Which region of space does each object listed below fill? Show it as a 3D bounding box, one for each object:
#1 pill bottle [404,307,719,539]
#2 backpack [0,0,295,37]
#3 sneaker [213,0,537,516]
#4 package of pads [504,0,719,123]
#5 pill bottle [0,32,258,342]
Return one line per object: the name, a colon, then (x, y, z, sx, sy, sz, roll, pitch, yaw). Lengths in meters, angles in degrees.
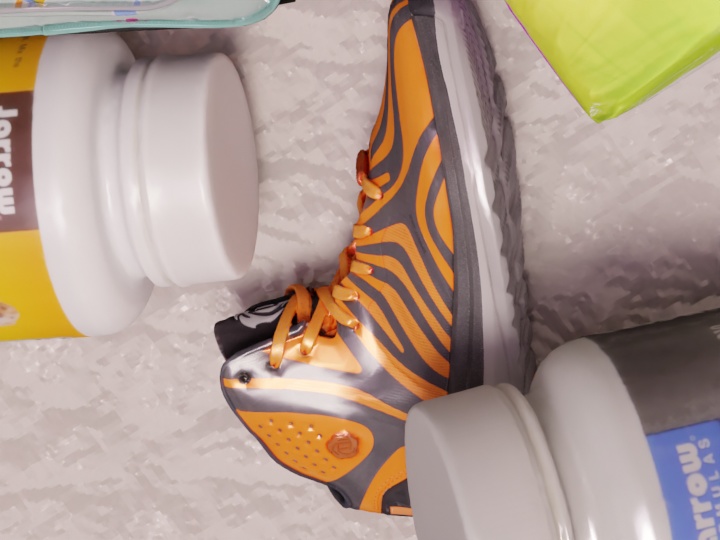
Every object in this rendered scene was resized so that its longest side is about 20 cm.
pill bottle: (0.121, 0.069, 0.869, 0.199, 0.114, 0.115, -12, 110, -11)
backpack: (-0.105, -0.174, 0.832, 0.175, 0.153, 0.201, 0, 104, 15)
sneaker: (0.000, 0.000, 0.917, 0.111, 0.078, 0.201, -3, 110, 10)
package of pads: (0.116, -0.158, 0.841, 0.200, 0.068, 0.155, -34, 101, 20)
pill bottle: (-0.140, -0.028, 0.913, 0.199, 0.109, 0.110, -5, 110, 11)
